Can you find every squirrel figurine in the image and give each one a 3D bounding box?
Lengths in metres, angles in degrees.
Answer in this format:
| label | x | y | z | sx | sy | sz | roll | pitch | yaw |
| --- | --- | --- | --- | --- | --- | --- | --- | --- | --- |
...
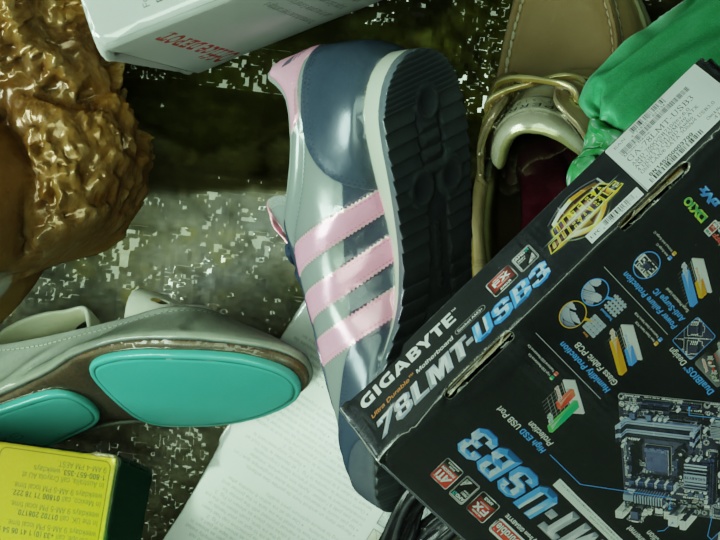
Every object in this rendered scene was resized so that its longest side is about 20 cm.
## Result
| label | x | y | z | sx | sy | sz | roll | pitch | yaw |
| --- | --- | --- | --- | --- | --- | --- | --- | --- | --- |
| squirrel figurine | -0.193 | -0.075 | 1.198 | 0.199 | 0.142 | 0.187 | -27 | 72 | 2 |

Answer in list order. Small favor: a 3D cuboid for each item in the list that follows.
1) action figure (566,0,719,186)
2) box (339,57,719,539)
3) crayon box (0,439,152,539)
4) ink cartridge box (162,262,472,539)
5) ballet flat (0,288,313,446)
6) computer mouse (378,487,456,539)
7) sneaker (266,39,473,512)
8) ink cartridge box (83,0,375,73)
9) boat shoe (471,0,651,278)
| label | x | y | z | sx | sy | sz | roll | pitch | yaw |
| --- | --- | --- | --- | --- | --- | --- | --- | --- | --- |
| action figure | 0.160 | -0.085 | 1.126 | 0.200 | 0.055 | 0.118 | -33 | 54 | -19 |
| box | 0.127 | 0.051 | 1.098 | 0.198 | 0.050 | 0.200 | -43 | 122 | 5 |
| crayon box | -0.170 | 0.171 | 1.180 | 0.126 | 0.051 | 0.201 | 7 | 80 | 15 |
| ink cartridge box | 0.002 | 0.072 | 1.231 | 0.109 | 0.050 | 0.200 | 33 | 104 | 2 |
| ballet flat | -0.110 | 0.038 | 1.219 | 0.199 | 0.064 | 0.067 | -14 | 140 | 26 |
| computer mouse | 0.091 | 0.131 | 1.194 | 0.199 | 0.046 | 0.141 | 14 | 130 | -13 |
| sneaker | 0.000 | 0.000 | 1.171 | 0.082 | 0.070 | 0.201 | 12 | 108 | 37 |
| ink cartridge box | -0.012 | -0.156 | 1.135 | 0.199 | 0.145 | 0.085 | -22 | 86 | 11 |
| boat shoe | 0.083 | -0.049 | 1.149 | 0.074 | 0.066 | 0.201 | -11 | 65 | 25 |
